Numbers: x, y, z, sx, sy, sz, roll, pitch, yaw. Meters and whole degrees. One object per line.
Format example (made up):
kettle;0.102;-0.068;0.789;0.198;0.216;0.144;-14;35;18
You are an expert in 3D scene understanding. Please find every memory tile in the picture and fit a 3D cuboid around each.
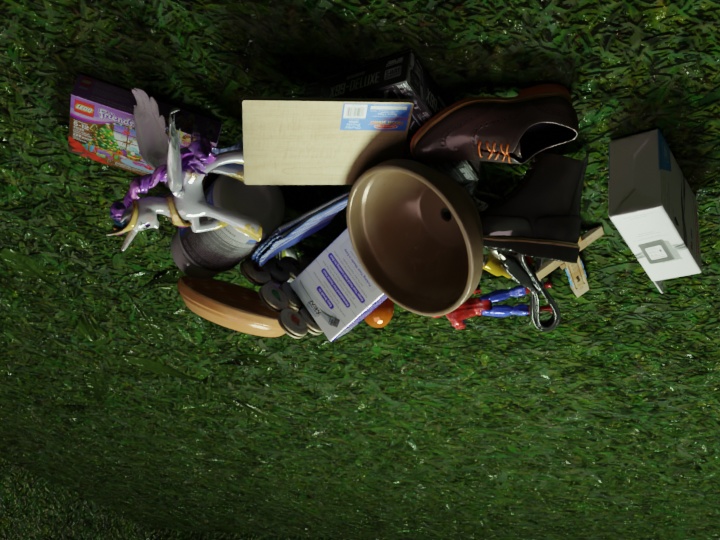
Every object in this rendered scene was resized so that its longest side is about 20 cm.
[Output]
memory tile;-0.089;0.036;1.347;0.017;0.154;0.199;-46;160;25

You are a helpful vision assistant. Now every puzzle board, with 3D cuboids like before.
puzzle board;-0.043;-0.156;1.041;0.196;0.018;0.152;-1;147;-8

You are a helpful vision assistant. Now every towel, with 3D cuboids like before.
towel;-0.074;-0.061;1.211;0.024;0.144;0.200;60;160;-1

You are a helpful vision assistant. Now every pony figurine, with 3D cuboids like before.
pony figurine;-0.221;-0.121;1.098;0.197;0.196;0.166;-3;-157;-27

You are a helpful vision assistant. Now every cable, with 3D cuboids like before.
cable;0.256;0.006;1.311;0.097;0.051;0.200;-39;124;11

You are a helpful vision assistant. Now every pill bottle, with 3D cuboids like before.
pill bottle;-0.204;-0.065;1.293;0.113;0.115;0.199;25;147;-24

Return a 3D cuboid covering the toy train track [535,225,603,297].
toy train track;0.309;-0.017;1.285;0.114;0.033;0.200;-35;146;3

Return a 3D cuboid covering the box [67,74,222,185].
box;-0.300;-0.183;1.197;0.197;0.040;0.137;17;149;-12

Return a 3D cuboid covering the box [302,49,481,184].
box;0.042;-0.173;1.092;0.156;0.050;0.200;-10;144;33

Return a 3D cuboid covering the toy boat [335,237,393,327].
toy boat;0.036;0.029;1.360;0.196;0.133;0.131;11;151;0

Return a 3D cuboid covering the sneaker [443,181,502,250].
sneaker;0.139;-0.092;1.206;0.196;0.077;0.090;8;124;5

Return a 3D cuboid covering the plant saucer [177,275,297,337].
plant saucer;-0.190;0.057;1.335;0.197;0.038;0.200;19;-174;-2

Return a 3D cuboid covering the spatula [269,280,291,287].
spatula;-0.087;0.022;1.432;0.198;0.058;0.020;8;-177;-43

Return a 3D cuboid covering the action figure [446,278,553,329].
action figure;0.212;0.057;1.413;0.196;0.066;0.099;-7;176;7

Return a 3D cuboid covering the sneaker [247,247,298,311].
sneaker;-0.137;0.005;1.433;0.075;0.077;0.200;-11;142;37

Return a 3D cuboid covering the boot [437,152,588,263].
boot;0.198;-0.094;1.131;0.197;0.141;0.077;11;-177;23

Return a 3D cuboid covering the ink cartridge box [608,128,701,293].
ink cartridge box;0.380;-0.069;1.095;0.066;0.117;0.200;-12;144;33

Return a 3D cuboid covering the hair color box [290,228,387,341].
hair color box;0.000;0.000;1.274;0.200;0.110;0.065;-42;170;27

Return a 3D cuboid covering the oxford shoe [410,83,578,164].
oxford shoe;0.154;-0.158;1.005;0.197;0.073;0.072;-17;139;9

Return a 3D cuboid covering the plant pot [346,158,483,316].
plant pot;0.083;-0.053;1.083;0.199;0.092;0.203;26;133;31
